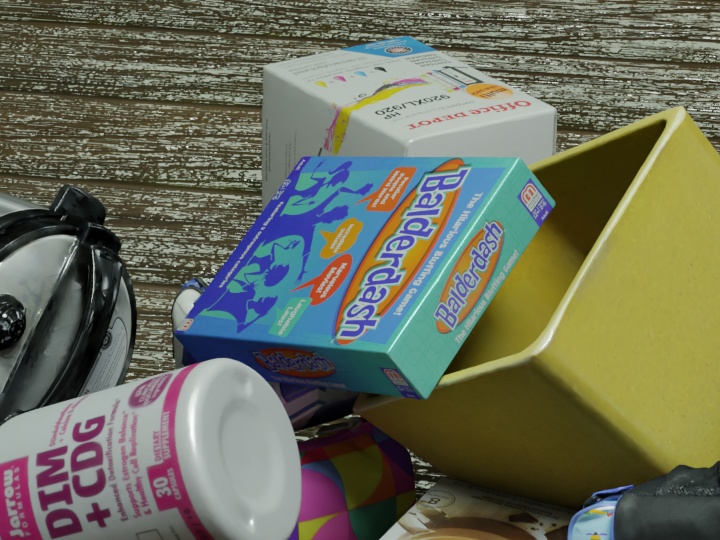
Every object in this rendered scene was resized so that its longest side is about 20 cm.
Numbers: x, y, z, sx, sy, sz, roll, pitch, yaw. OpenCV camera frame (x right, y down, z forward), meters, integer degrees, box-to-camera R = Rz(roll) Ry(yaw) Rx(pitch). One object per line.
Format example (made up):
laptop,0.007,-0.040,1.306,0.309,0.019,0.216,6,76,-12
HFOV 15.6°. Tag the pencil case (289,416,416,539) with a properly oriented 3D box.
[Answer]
pencil case,-0.061,0.145,1.605,0.200,0.088,0.088,-16,28,-30

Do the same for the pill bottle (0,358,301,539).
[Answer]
pill bottle,-0.144,0.126,1.479,0.200,0.113,0.113,-17,15,27

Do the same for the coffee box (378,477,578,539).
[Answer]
coffee box,0.052,0.203,1.478,0.113,0.080,0.200,12,26,23

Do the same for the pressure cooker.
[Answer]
pressure cooker,-0.248,0.037,1.736,0.200,0.176,0.179,17,32,41

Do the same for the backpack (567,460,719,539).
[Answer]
backpack,0.218,0.186,1.410,0.134,0.183,0.200,-3,3,37

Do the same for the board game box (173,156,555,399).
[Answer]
board game box,0.000,0.000,1.562,0.200,0.045,0.152,3,50,48

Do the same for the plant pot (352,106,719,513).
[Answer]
plant pot,0.157,0.058,1.552,0.194,0.200,0.196,-21,30,56

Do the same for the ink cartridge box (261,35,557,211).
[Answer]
ink cartridge box,0.036,-0.077,2.036,0.147,0.145,0.200,-14,28,-32

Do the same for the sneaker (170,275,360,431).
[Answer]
sneaker,-0.070,0.052,1.673,0.081,0.115,0.199,-15,-4,-35
